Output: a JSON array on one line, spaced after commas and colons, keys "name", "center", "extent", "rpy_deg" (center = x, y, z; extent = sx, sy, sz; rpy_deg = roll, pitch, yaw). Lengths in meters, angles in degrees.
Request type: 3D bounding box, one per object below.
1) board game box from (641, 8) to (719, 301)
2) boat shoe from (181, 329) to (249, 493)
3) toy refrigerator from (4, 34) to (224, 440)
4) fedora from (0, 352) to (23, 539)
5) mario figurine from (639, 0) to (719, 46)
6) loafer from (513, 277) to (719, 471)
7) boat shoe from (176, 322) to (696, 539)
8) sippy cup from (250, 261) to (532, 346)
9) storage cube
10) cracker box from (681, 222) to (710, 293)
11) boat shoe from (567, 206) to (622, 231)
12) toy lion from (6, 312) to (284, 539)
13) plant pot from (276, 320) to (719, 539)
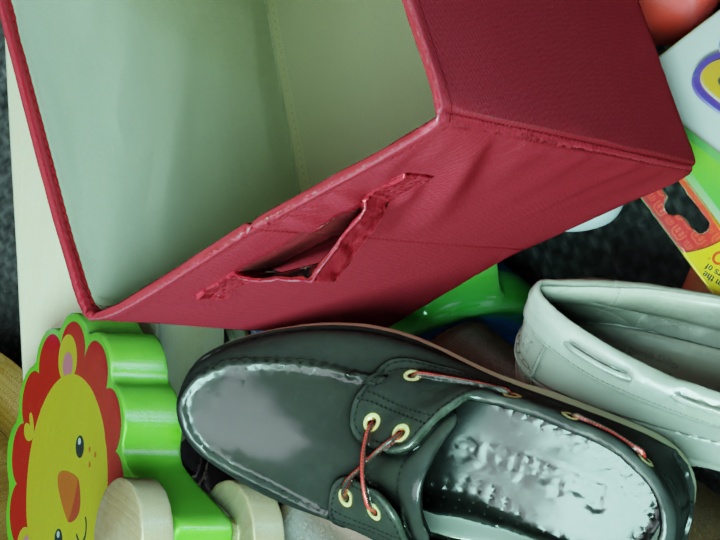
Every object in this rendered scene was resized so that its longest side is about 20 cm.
[{"name": "board game box", "center": [0.192, -0.082, 0.842], "extent": [0.200, 0.030, 0.096], "rpy_deg": [-39, 69, 10]}, {"name": "boat shoe", "center": [-0.092, 0.114, 1.099], "extent": [0.072, 0.064, 0.201], "rpy_deg": [-110, 27, -52]}, {"name": "toy refrigerator", "center": [-0.107, -0.024, 0.986], "extent": [0.075, 0.070, 0.202], "rpy_deg": [13, 119, 22]}, {"name": "fedora", "center": [-0.198, 0.119, 1.194], "extent": [0.199, 0.082, 0.202], "rpy_deg": [7, 102, 34]}, {"name": "mario figurine", "center": [0.145, -0.191, 0.899], "extent": [0.105, 0.123, 0.202], "rpy_deg": [12, 101, -8]}, {"name": "loafer", "center": [0.155, 0.041, 0.817], "extent": [0.198, 0.070, 0.070], "rpy_deg": [5, 131, 12]}, {"name": "boat shoe", "center": [0.023, 0.066, 0.801], "extent": [0.200, 0.063, 0.074], "rpy_deg": [14, 97, 12]}, {"name": "sippy cup", "center": [0.000, 0.000, 1.001], "extent": [0.177, 0.139, 0.131], "rpy_deg": [-36, 65, 22]}, {"name": "storage cube", "center": [-0.009, -0.086, 0.820], "extent": [0.170, 0.179, 0.201], "rpy_deg": [-28, 71, 32]}, {"name": "cracker box", "center": [0.229, 0.027, 0.870], "extent": [0.199, 0.058, 0.135], "rpy_deg": [32, 115, 28]}, {"name": "boat shoe", "center": [0.058, -0.111, 0.918], "extent": [0.091, 0.070, 0.201], "rpy_deg": [98, 154, -45]}, {"name": "toy lion", "center": [-0.110, 0.127, 0.924], "extent": [0.192, 0.068, 0.202], "rpy_deg": [35, 117, 56]}, {"name": "plant pot", "center": [0.071, 0.140, 0.901], "extent": [0.198, 0.200, 0.201], "rpy_deg": [40, 120, 14]}]
